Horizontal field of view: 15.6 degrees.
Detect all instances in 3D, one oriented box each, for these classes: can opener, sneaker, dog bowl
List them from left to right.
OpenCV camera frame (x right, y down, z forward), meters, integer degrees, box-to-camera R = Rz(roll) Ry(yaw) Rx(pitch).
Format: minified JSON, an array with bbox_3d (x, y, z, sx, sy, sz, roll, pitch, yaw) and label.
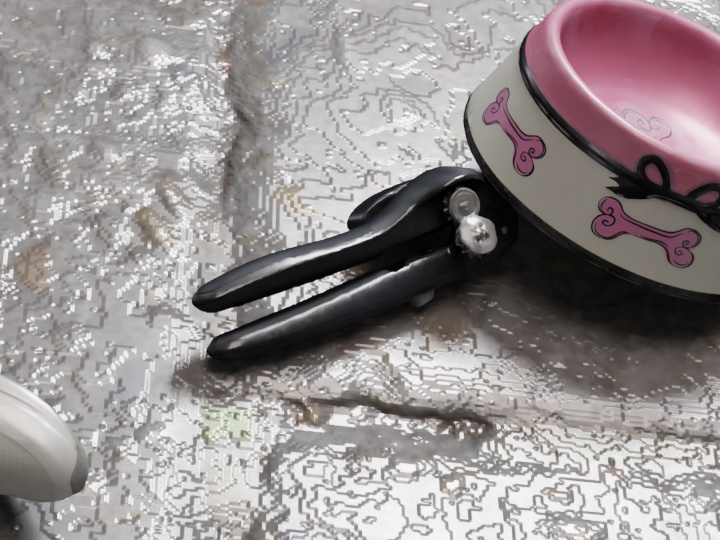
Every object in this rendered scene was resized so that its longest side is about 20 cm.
[{"bbox_3d":[-0.224,0.081,1.218,0.200,0.070,0.080,14,48,13],"label":"sneaker"},{"bbox_3d":[0.000,0.000,1.369,0.200,0.079,0.063,-28,94,-32],"label":"can opener"},{"bbox_3d":[0.161,-0.074,1.427,0.200,0.074,0.200,20,32,-13],"label":"dog bowl"}]
